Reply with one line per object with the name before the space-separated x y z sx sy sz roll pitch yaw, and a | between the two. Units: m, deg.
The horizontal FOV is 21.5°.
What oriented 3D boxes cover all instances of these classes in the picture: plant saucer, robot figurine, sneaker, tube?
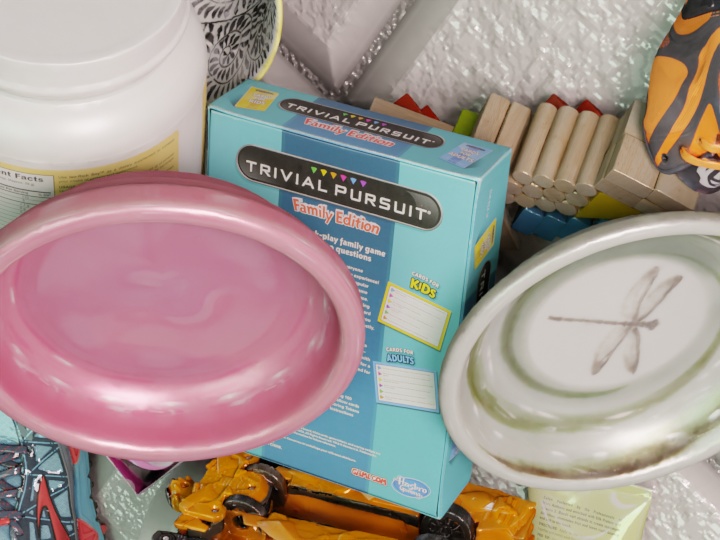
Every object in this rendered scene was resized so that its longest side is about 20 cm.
plant saucer | -0.098 0.019 0.934 0.200 0.051 0.201 -2 139 -2
robot figurine | -0.013 0.148 1.028 0.199 0.145 0.058 10 123 17
sneaker | -0.225 0.154 1.251 0.079 0.095 0.201 -6 108 33
tube | 0.125 0.205 1.089 0.058 0.052 0.201 -3 112 -12
plant saucer | 0.132 0.032 0.955 0.200 0.200 0.050 -58 33 36
sneaker | 0.200 -0.056 0.879 0.112 0.077 0.200 -57 39 44

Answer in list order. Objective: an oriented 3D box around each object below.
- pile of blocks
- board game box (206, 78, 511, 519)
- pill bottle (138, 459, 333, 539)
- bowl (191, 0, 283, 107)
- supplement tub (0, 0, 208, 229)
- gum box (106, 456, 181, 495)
pile of blocks | 0.088 -0.058 0.990 0.199 0.062 0.082 8 147 26
board game box | -0.008 0.015 0.991 0.151 0.047 0.201 17 120 20
pill bottle | -0.027 0.185 1.129 0.199 0.116 0.117 18 120 24
bowl | -0.108 -0.193 1.008 0.200 0.094 0.201 21 141 18
supplement tub | -0.151 -0.075 0.971 0.145 0.145 0.200 29 143 18
gum box | -0.145 0.018 1.129 0.200 0.113 0.066 51 128 3
